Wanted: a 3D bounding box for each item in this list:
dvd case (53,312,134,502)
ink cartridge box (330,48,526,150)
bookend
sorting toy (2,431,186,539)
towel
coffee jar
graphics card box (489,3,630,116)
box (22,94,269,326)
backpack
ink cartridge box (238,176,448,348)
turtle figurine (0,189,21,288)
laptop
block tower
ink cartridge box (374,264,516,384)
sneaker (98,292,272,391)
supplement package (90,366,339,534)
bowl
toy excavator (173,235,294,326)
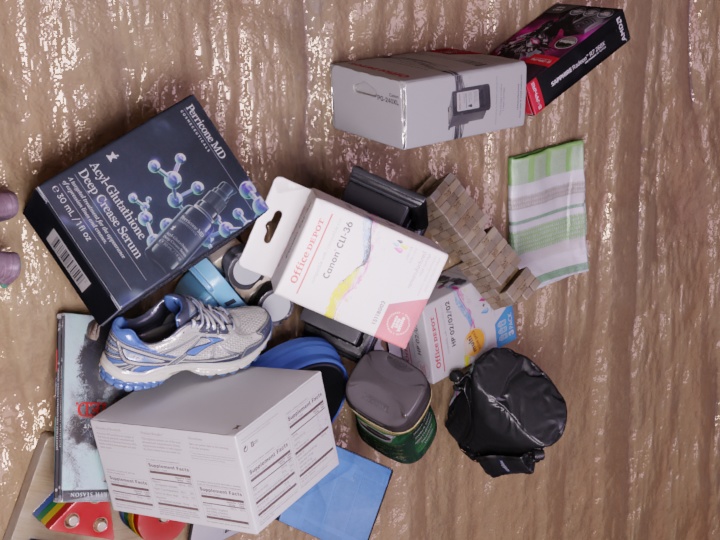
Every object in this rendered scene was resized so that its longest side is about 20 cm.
[{"bbox_3d":[-0.270,0.152,1.368,0.145,0.022,0.202,9,77,-44],"label":"dvd case"},{"bbox_3d":[0.081,-0.213,1.511,0.199,0.145,0.084,-15,114,-35],"label":"ink cartridge box"},{"bbox_3d":[0.000,0.000,1.471,0.200,0.092,0.200,62,52,-82],"label":"bookend"},{"bbox_3d":[-0.295,0.304,1.411,0.199,0.069,0.200,20,90,-40],"label":"sorting toy"},{"bbox_3d":[0.272,-0.077,1.778,0.148,0.031,0.202,-19,114,-34],"label":"towel"},{"bbox_3d":[0.040,0.172,1.561,0.086,0.104,0.200,-57,164,-16],"label":"coffee jar"},{"bbox_3d":[0.245,-0.281,1.635,0.200,0.125,0.051,-37,122,-24],"label":"graphics card box"},{"bbox_3d":[-0.224,-0.062,1.302,0.200,0.107,0.149,-36,93,-26],"label":"box"},{"bbox_3d":[0.197,0.197,1.694,0.126,0.200,0.167,-35,77,-22],"label":"backpack"},{"bbox_3d":[-0.021,-0.010,1.344,0.199,0.068,0.117,23,99,-12],"label":"ink cartridge box"},{"bbox_3d":[-0.427,-0.034,1.195,0.199,0.100,0.151,2,102,-44],"label":"turtle figurine"},{"bbox_3d":[-0.090,0.291,1.493,0.199,0.116,0.188,-20,143,-32],"label":"laptop"},{"bbox_3d":[0.147,-0.037,1.619,0.200,0.058,0.054,49,60,-9],"label":"block tower"},{"bbox_3d":[0.112,0.072,1.668,0.199,0.068,0.116,-25,117,-31],"label":"ink cartridge box"},{"bbox_3d":[-0.178,0.065,1.315,0.199,0.077,0.086,-16,131,-32],"label":"sneaker"},{"bbox_3d":[-0.152,0.180,1.310,0.156,0.199,0.112,-34,119,-51],"label":"supplement package"},{"bbox_3d":[-0.097,0.170,1.496,0.200,0.039,0.201,-31,146,-24],"label":"bowl"},{"bbox_3d":[-0.173,0.074,1.440,0.200,0.100,0.195,-39,126,-6],"label":"toy excavator"}]
